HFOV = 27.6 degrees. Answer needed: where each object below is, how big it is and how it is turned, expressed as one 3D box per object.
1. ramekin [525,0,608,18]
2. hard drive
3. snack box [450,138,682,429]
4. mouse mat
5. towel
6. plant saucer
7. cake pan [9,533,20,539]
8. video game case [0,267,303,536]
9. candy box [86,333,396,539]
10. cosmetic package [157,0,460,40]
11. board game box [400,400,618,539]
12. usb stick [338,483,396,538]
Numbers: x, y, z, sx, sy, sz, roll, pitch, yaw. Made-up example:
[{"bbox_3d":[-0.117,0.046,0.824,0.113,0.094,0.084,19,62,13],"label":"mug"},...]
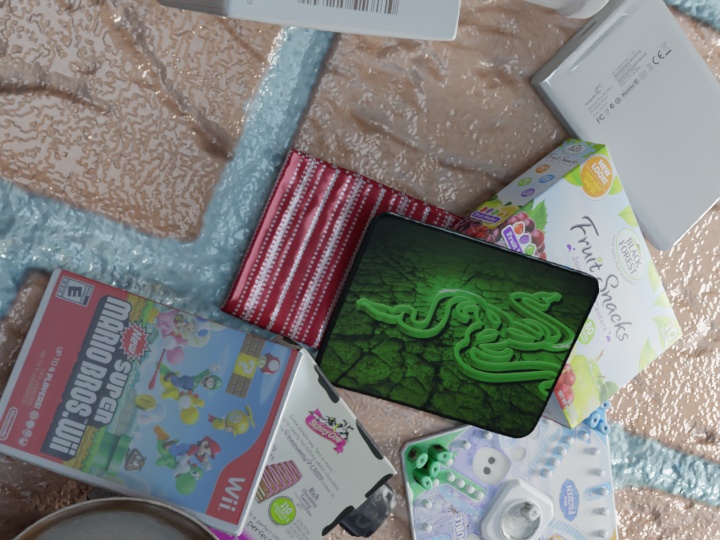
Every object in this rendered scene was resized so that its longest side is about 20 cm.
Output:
[{"bbox_3d":[0.139,-0.293,1.094,0.094,0.202,0.203,6,100,-10],"label":"ramekin"},{"bbox_3d":[0.250,-0.132,1.263,0.132,0.026,0.200,-44,114,-7],"label":"hard drive"},{"bbox_3d":[0.178,0.011,1.239,0.142,0.053,0.200,-37,117,-20],"label":"snack box"},{"bbox_3d":[0.077,0.048,1.185,0.199,0.008,0.161,16,113,-13],"label":"mouse mat"},{"bbox_3d":[0.000,0.000,1.194,0.199,0.022,0.145,21,93,-25],"label":"towel"},{"bbox_3d":[-0.182,0.254,1.055,0.199,0.032,0.201,-3,101,-16],"label":"plant saucer"},{"bbox_3d":[-0.227,0.282,1.159,0.199,0.037,0.201,-5,104,-21],"label":"cake pan"},{"bbox_3d":[-0.159,0.095,1.083,0.199,0.017,0.143,19,75,3],"label":"video game case"},{"bbox_3d":[-0.091,0.165,1.136,0.200,0.061,0.137,-39,110,-11],"label":"candy box"},{"bbox_3d":[-0.036,-0.254,1.021,0.167,0.200,0.167,2,101,-22],"label":"cosmetic package"},{"bbox_3d":[0.142,0.223,1.302,0.199,0.026,0.201,-14,107,-19],"label":"board game box"},{"bbox_3d":[-0.048,0.146,1.203,0.055,0.033,0.200,-49,114,-8],"label":"usb stick"}]
